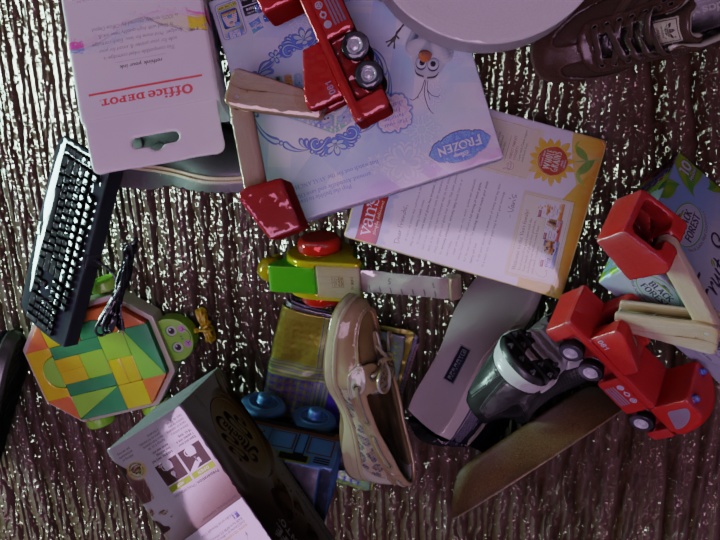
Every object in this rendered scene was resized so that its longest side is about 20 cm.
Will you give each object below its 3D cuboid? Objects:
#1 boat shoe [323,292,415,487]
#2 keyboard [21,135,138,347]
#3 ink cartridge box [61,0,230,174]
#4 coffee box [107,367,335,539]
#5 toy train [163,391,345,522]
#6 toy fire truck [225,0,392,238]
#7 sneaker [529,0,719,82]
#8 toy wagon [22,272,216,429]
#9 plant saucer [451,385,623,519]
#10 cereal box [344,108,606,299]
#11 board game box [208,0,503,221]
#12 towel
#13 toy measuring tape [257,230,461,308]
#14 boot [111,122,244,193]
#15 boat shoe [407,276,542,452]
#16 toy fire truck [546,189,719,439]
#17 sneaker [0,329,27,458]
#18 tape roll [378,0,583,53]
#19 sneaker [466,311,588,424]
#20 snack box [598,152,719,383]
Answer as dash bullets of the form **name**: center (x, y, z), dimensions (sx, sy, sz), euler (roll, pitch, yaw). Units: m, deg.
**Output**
- **boat shoe**: center (0.014, 0.111, 0.792), dimensions (0.062, 0.073, 0.201), euler (9, 125, 28)
- **keyboard**: center (-0.264, -0.014, 0.825), dimensions (0.127, 0.021, 0.201), euler (29, 114, 17)
- **ink cartridge box**: center (-0.179, -0.181, 0.733), dimensions (0.116, 0.067, 0.201), euler (-10, 85, 0)
- **coffee box**: center (-0.110, 0.198, 0.736), dimensions (0.080, 0.113, 0.200), euler (-33, 93, 10)
- **toy train**: center (-0.107, 0.175, 0.848), dimensions (0.199, 0.114, 0.087), euler (12, 111, 4)
- **toy fire truck**: center (-0.053, -0.140, 0.684), dimensions (0.141, 0.049, 0.201), euler (-25, 90, 6)
- **sneaker**: center (0.236, -0.202, 0.701), dimensions (0.199, 0.076, 0.071), euler (-17, 106, 14)
- **toy wagon**: center (-0.249, 0.082, 0.900), dimensions (0.199, 0.040, 0.156), euler (-14, 107, 14)
- **plant saucer**: center (0.159, 0.159, 0.795), dimensions (0.200, 0.200, 0.035), euler (-38, 74, 19)
- **cereal box**: center (0.099, -0.071, 0.767), dimensions (0.199, 0.040, 0.144), euler (17, 92, 6)
- **board game box**: center (-0.003, -0.159, 0.733), dimensions (0.199, 0.043, 0.200), euler (-17, 90, 6)
- **towel**: center (-0.031, 0.130, 0.892), dimensions (0.143, 0.023, 0.201), euler (16, 111, 2)
- **toy measuring tape**: center (0.000, 0.000, 0.811), dimensions (0.199, 0.074, 0.074), euler (3, 110, 16)
- **boot**: center (-0.145, -0.144, 0.787), dimensions (0.199, 0.077, 0.139), euler (1, 105, 7)
- **boat shoe**: center (0.128, 0.083, 0.833), dimensions (0.093, 0.075, 0.200), euler (29, 95, -45)
- **toy fire truck**: center (0.224, 0.044, 0.667), dimensions (0.200, 0.049, 0.141), euler (44, 142, -12)
- **sneaker**: center (-0.429, 0.136, 0.929), dimensions (0.114, 0.076, 0.200), euler (25, 117, -7)
- **tape roll**: center (0.098, -0.274, 0.684), dimensions (0.202, 0.037, 0.204), euler (0, 92, 0)
- **sneaker**: center (0.154, 0.089, 0.766), dimensions (0.067, 0.200, 0.091), euler (51, 121, 22)
- **snack box**: center (0.309, 0.016, 0.732), dimensions (0.200, 0.142, 0.053), euler (39, 142, -5)
